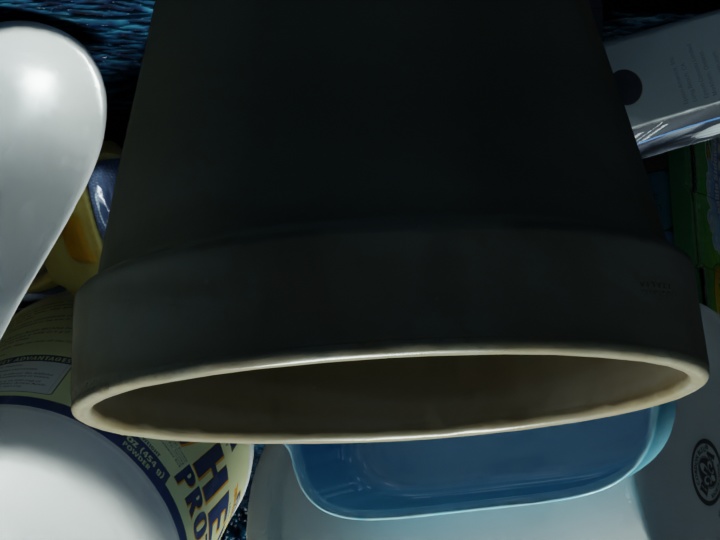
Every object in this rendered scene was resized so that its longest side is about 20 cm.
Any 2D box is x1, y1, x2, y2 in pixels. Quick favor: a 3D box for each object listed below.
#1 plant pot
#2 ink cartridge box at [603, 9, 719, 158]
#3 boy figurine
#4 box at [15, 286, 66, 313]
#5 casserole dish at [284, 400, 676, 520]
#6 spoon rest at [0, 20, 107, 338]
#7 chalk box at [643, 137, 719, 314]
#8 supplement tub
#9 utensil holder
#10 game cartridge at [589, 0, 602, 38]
[{"bbox_3d":[0.005,-0.042,0.777,0.199,0.175,0.200,-3,170,0],"label":"plant pot"},{"bbox_3d":[0.113,-0.067,0.921,0.199,0.039,0.099,-15,174,-13],"label":"ink cartridge box"},{"bbox_3d":[-0.118,-0.021,1.064,0.064,0.125,0.200,-35,-156,-25],"label":"boy figurine"},{"bbox_3d":[-0.204,0.004,1.314,0.199,0.051,0.157,-9,167,32],"label":"box"},{"bbox_3d":[0.050,0.037,0.983,0.199,0.122,0.039,-11,166,36],"label":"casserole dish"},{"bbox_3d":[-0.160,-0.006,0.961,0.099,0.201,0.061,4,-151,-46],"label":"spoon rest"},{"bbox_3d":[0.129,-0.002,1.175,0.124,0.125,0.200,-10,168,32],"label":"chalk box"},{"bbox_3d":[-0.129,0.095,1.117,0.144,0.146,0.200,-6,-160,14],"label":"supplement tub"},{"bbox_3d":[0.077,0.113,1.074,0.199,0.171,0.170,-21,161,36],"label":"utensil holder"},{"bbox_3d":[0.007,-0.077,0.986,0.129,0.039,0.200,3,169,-13],"label":"game cartridge"}]
